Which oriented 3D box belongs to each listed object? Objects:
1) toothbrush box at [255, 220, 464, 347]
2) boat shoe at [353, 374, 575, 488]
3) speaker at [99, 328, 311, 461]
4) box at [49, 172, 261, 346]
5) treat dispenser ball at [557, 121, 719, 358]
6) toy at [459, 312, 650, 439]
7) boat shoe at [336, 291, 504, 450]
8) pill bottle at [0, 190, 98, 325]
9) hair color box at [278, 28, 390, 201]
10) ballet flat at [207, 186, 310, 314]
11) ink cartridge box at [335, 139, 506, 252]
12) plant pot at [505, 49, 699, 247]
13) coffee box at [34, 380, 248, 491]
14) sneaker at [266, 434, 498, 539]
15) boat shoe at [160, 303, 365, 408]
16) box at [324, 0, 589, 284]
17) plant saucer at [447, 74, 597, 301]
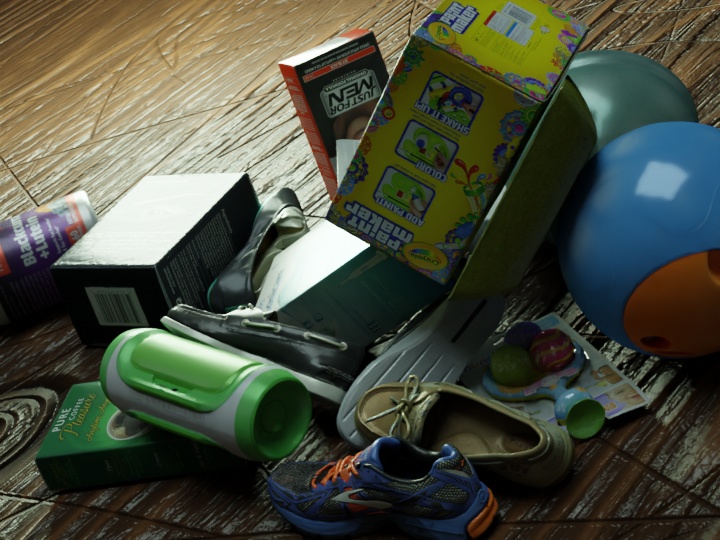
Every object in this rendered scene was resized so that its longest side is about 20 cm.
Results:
[{"bbox_3d":[0.000,0.000,1.517,0.200,0.085,0.146,-34,20,25],"label":"toothbrush box"},{"bbox_3d":[0.076,0.125,1.306,0.200,0.063,0.073,7,71,31],"label":"boat shoe"},{"bbox_3d":[-0.137,0.107,1.394,0.200,0.088,0.088,14,41,41],"label":"speaker"},{"bbox_3d":[-0.210,-0.014,1.725,0.148,0.104,0.200,0,32,32],"label":"box"},{"bbox_3d":[0.267,-0.026,1.353,0.201,0.201,0.201,-14,28,8],"label":"treat dispenser ball"},{"bbox_3d":[0.155,0.081,1.392,0.115,0.047,0.200,-22,28,-9],"label":"toy"},{"bbox_3d":[0.052,0.088,1.428,0.200,0.072,0.071,-42,3,-21],"label":"boat shoe"},{"bbox_3d":[-0.383,-0.005,1.806,0.200,0.111,0.111,-23,28,-8],"label":"pill bottle"},{"bbox_3d":[-0.004,-0.151,1.740,0.101,0.200,0.061,-26,18,-14],"label":"hair color box"},{"bbox_3d":[-0.091,-0.018,1.702,0.073,0.073,0.200,-1,38,30],"label":"ballet flat"},{"bbox_3d":[0.073,-0.075,1.650,0.200,0.050,0.162,4,28,-4],"label":"ink cartridge box"},{"bbox_3d":[0.231,-0.088,1.514,0.200,0.200,0.134,-13,38,10],"label":"plant pot"},{"bbox_3d":[-0.192,0.143,1.492,0.200,0.044,0.123,-10,30,14],"label":"coffee box"},{"bbox_3d":[0.012,0.167,1.289,0.200,0.078,0.075,-3,30,26],"label":"sneaker"},{"bbox_3d":[-0.088,0.064,1.445,0.200,0.074,0.060,19,78,28],"label":"boat shoe"},{"bbox_3d":[0.086,-0.128,1.380,0.122,0.193,0.200,29,31,4],"label":"box"},{"bbox_3d":[0.148,-0.065,1.362,0.048,0.200,0.200,28,11,3],"label":"plant saucer"}]
